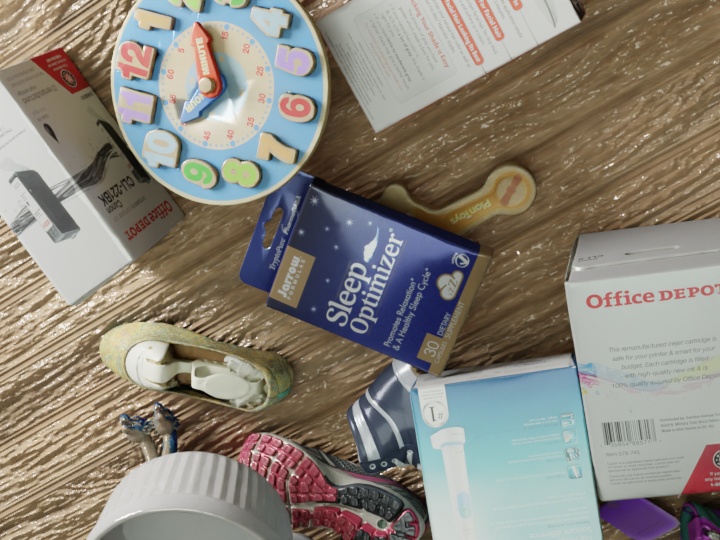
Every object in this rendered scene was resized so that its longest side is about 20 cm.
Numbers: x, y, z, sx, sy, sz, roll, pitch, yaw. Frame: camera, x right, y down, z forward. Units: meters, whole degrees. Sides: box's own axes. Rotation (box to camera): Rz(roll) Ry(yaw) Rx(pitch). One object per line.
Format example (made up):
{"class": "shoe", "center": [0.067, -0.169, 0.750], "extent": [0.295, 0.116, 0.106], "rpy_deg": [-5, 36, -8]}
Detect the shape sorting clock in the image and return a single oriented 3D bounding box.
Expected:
{"class": "shape sorting clock", "center": [-0.121, -0.155, 1.138], "extent": [0.199, 0.039, 0.201], "rpy_deg": [4, 101, 23]}

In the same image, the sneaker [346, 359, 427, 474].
{"class": "sneaker", "center": [0.073, 0.178, 1.275], "extent": [0.108, 0.070, 0.200], "rpy_deg": [-40, 91, 17]}

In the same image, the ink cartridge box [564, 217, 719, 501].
{"class": "ink cartridge box", "center": [0.262, 0.071, 1.159], "extent": [0.145, 0.145, 0.201], "rpy_deg": [-6, 107, 15]}

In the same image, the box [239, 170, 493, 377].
{"class": "box", "center": [0.000, 0.000, 1.169], "extent": [0.199, 0.032, 0.122], "rpy_deg": [22, 111, 2]}

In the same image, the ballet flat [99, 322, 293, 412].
{"class": "ballet flat", "center": [-0.164, 0.094, 1.301], "extent": [0.199, 0.071, 0.071], "rpy_deg": [10, 110, 9]}

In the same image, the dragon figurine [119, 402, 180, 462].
{"class": "dragon figurine", "center": [-0.171, 0.221, 1.346], "extent": [0.059, 0.100, 0.200], "rpy_deg": [-24, 120, 17]}

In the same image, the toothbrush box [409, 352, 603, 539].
{"class": "toothbrush box", "center": [0.132, 0.184, 1.182], "extent": [0.146, 0.085, 0.201], "rpy_deg": [-10, 93, 9]}

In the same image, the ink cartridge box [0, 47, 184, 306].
{"class": "ink cartridge box", "center": [-0.265, -0.086, 1.221], "extent": [0.084, 0.144, 0.200], "rpy_deg": [-32, 99, 19]}

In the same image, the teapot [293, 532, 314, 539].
{"class": "teapot", "center": [0.018, 0.330, 1.298], "extent": [0.199, 0.197, 0.147], "rpy_deg": [19, 73, -27]}

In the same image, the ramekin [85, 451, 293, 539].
{"class": "ramekin", "center": [-0.153, 0.260, 1.247], "extent": [0.199, 0.105, 0.201], "rpy_deg": [1, 122, 1]}

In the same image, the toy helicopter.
{"class": "toy helicopter", "center": [0.071, -0.028, 1.207], "extent": [0.199, 0.079, 0.133], "rpy_deg": [-28, 102, 16]}

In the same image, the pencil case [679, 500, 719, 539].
{"class": "pencil case", "center": [0.389, 0.263, 1.225], "extent": [0.199, 0.093, 0.085], "rpy_deg": [6, 66, 9]}

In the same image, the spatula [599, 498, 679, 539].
{"class": "spatula", "center": [0.210, 0.183, 1.272], "extent": [0.200, 0.021, 0.057], "rpy_deg": [45, 133, 0]}

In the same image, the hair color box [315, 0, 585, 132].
{"class": "hair color box", "center": [0.077, -0.214, 1.151], "extent": [0.199, 0.064, 0.111], "rpy_deg": [-26, 100, 20]}

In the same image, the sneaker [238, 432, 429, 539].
{"class": "sneaker", "center": [-0.029, 0.217, 1.313], "extent": [0.199, 0.075, 0.081], "rpy_deg": [24, 102, 17]}
